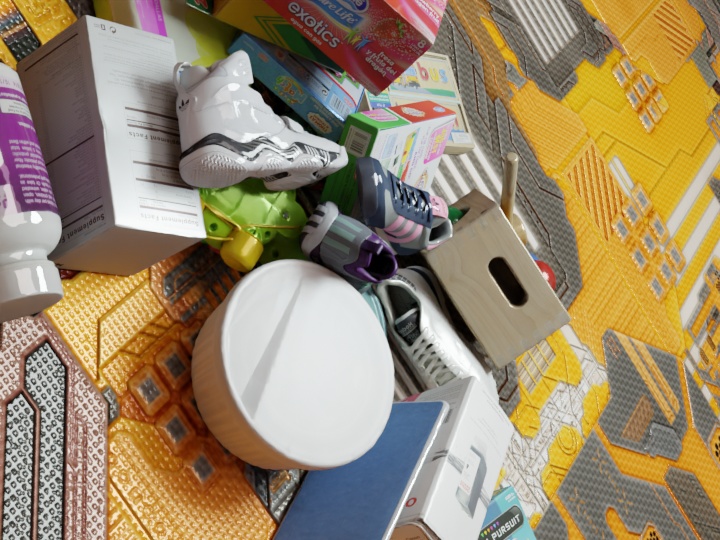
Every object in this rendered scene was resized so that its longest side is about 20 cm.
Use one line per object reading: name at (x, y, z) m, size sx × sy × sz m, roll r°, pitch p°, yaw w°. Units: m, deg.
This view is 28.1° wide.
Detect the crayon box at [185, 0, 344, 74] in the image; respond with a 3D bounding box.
crayon box at (-0.089, -0.295, 1.478) m, size 0.199 × 0.051 × 0.128 m, roll 18°, pitch 50°, yaw -36°

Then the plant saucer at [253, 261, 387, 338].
plant saucer at (-0.035, 0.051, 1.531) m, size 0.199 × 0.027 × 0.202 m, roll 26°, pitch 53°, yaw -40°

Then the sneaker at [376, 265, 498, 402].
sneaker at (0.080, 0.090, 1.595) m, size 0.201 × 0.076 × 0.080 m, roll 57°, pitch 19°, yaw 8°

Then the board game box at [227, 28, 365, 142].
board game box at (-0.053, -0.250, 1.553) m, size 0.151 × 0.036 × 0.201 m, roll 40°, pitch 39°, yaw -19°

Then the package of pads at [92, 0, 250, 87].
package of pads at (-0.190, -0.236, 1.470) m, size 0.154 × 0.068 × 0.202 m, roll 3°, pitch 69°, yaw -49°

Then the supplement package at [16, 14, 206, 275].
supplement package at (-0.230, -0.110, 1.319) m, size 0.109 × 0.113 × 0.202 m, roll 7°, pitch 67°, yaw -48°

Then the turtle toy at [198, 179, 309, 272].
turtle toy at (-0.118, -0.069, 1.431) m, size 0.200 × 0.101 × 0.147 m, roll 39°, pitch 68°, yaw -23°

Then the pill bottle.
pill bottle at (-0.313, -0.062, 1.196) m, size 0.112 × 0.112 × 0.202 m, roll -7°, pitch 75°, yaw -51°

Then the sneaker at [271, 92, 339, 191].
sneaker at (-0.072, -0.172, 1.569) m, size 0.202 × 0.083 × 0.121 m, roll 64°, pitch 28°, yaw -3°

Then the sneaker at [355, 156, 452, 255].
sneaker at (0.045, -0.070, 1.461) m, size 0.200 × 0.081 × 0.071 m, roll 52°, pitch 32°, yaw -72°

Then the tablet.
tablet at (0.002, 0.200, 1.408) m, size 0.014 × 0.129 × 0.201 m, roll 63°, pitch 37°, yaw -30°

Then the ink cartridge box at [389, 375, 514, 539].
ink cartridge box at (0.057, 0.218, 1.451) m, size 0.085 × 0.145 × 0.201 m, roll 51°, pitch 40°, yaw -20°

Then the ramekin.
ramekin at (-0.072, 0.098, 1.385) m, size 0.201 × 0.094 × 0.205 m, roll 15°, pitch 65°, yaw -34°

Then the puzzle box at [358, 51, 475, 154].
puzzle box at (0.059, -0.213, 1.787) m, size 0.199 × 0.025 × 0.134 m, roll -2°, pitch 72°, yaw -50°

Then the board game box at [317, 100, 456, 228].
board game box at (0.025, -0.102, 1.573) m, size 0.040 × 0.154 × 0.200 m, roll 27°, pitch 21°, yaw 20°

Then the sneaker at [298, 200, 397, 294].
sneaker at (0.000, 0.000, 1.449) m, size 0.075 × 0.087 × 0.200 m, roll -60°, pitch 162°, yaw -7°

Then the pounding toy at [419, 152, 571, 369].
pounding toy at (0.151, -0.021, 1.630) m, size 0.201 × 0.141 × 0.184 m, roll 56°, pitch 1°, yaw -11°

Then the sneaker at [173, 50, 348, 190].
sneaker at (-0.094, -0.140, 1.344) m, size 0.199 × 0.075 × 0.116 m, roll -4°, pitch 76°, yaw -47°

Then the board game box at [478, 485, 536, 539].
board game box at (0.154, 0.358, 1.570) m, size 0.150 × 0.047 × 0.202 m, roll -22°, pitch 88°, yaw -52°

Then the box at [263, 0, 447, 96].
box at (-0.018, -0.285, 1.423) m, size 0.199 × 0.095 × 0.100 m, roll 39°, pitch 39°, yaw -17°
